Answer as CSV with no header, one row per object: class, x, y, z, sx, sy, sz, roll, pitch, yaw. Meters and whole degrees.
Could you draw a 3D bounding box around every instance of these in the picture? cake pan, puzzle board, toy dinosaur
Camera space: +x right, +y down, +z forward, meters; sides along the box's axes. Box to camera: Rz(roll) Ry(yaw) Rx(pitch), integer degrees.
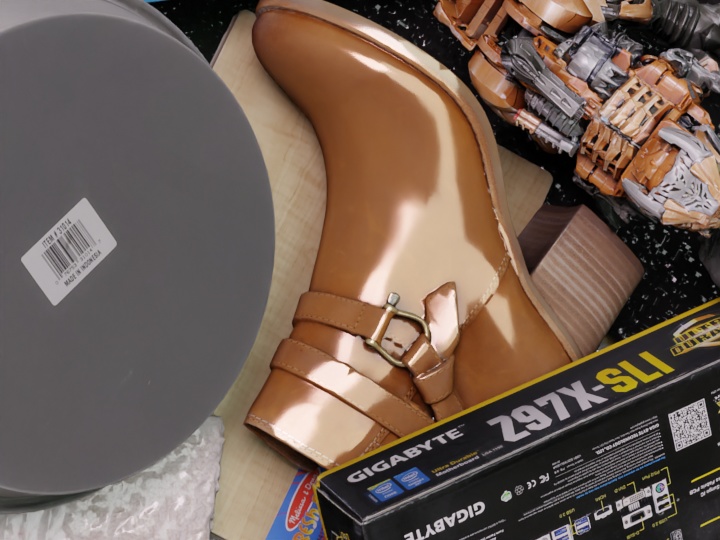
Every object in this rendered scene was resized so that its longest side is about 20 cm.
cake pan,-0.111,-0.008,0.954,0.200,0.037,0.201,-7,101,-36
puzzle board,-0.026,0.015,1.081,0.150,0.017,0.200,28,76,-11
toy dinosaur,0.089,-0.085,1.051,0.136,0.102,0.200,10,49,-54

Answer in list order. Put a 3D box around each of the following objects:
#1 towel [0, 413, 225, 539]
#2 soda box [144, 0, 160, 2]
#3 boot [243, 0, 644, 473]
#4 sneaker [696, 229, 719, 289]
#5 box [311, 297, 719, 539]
towel,-0.125,0.139,1.015,0.132,0.034,0.201,6,86,-12
soda box,-0.070,-0.150,1.044,0.199,0.064,0.068,-9,120,-11
boot,0.000,0.000,1.046,0.200,0.074,0.155,41,77,-4
sneaker,0.213,-0.019,1.092,0.200,0.074,0.080,-21,98,-46
box,0.093,0.118,1.046,0.200,0.049,0.160,-23,117,-18
